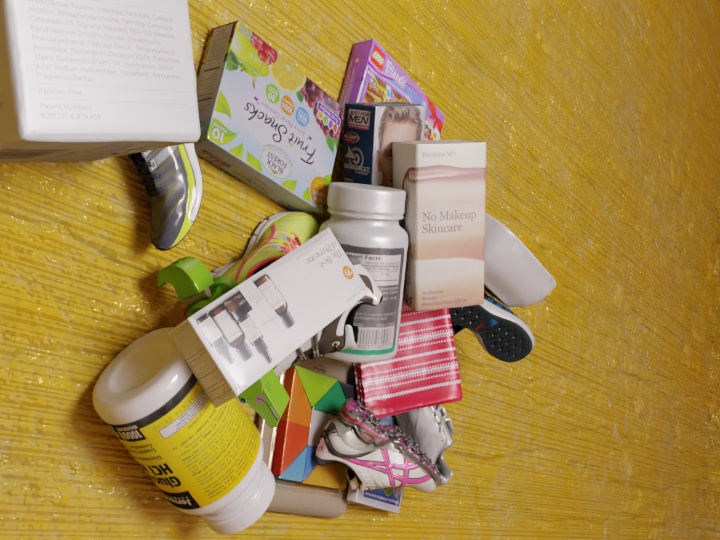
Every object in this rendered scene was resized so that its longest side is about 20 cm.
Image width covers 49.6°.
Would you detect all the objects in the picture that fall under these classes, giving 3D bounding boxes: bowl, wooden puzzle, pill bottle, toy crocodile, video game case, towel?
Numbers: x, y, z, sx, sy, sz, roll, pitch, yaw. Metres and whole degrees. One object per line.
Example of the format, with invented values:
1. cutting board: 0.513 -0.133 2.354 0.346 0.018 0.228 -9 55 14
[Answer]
1. bowl: 0.171 -0.027 1.124 0.075 0.199 0.199 -52 136 0
2. wooden puzzle: -0.058 0.202 0.975 0.184 0.037 0.205 27 68 -49
3. pill bottle: -0.166 0.166 0.775 0.113 0.111 0.202 -54 128 -37
4. toy crocodile: -0.135 0.074 0.795 0.202 0.061 0.068 60 22 -20
5. video game case: 0.036 0.226 1.089 0.143 0.018 0.204 39 57 -56
6. towel: 0.056 0.086 1.038 0.141 0.022 0.205 -7 82 -10
7. pill bottle: 0.000 0.000 0.948 0.112 0.111 0.205 -6 104 -51

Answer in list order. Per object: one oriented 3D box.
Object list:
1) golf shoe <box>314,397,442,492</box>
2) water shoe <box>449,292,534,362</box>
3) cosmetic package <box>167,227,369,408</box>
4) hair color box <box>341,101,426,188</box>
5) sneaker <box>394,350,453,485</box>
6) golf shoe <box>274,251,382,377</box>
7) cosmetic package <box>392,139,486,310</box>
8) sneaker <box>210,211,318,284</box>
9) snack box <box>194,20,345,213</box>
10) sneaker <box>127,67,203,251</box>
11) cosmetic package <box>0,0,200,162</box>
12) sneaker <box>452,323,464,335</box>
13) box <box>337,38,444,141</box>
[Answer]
1. golf shoe: 0.023 0.241 0.993 0.199 0.073 0.093 38 93 -32
2. water shoe: 0.182 0.058 1.133 0.199 0.071 0.080 37 28 -29
3. cosmetic package: -0.081 0.039 0.752 0.199 0.050 0.083 -37 96 -43
4. hair color box: 0.029 -0.118 1.033 0.099 0.060 0.205 -12 111 -43
5. sneaker: 0.089 0.203 1.078 0.074 0.085 0.205 -24 111 -57
6. golf shoe: -0.055 0.075 0.873 0.201 0.094 0.078 -53 177 14
7. cosmetic package: 0.098 -0.060 0.982 0.101 0.087 0.205 -6 102 -17
8. sneaker: -0.095 -0.002 0.890 0.200 0.089 0.079 -50 125 -42
9. snack box: -0.106 -0.170 0.908 0.199 0.052 0.145 29 68 -48
10. sneaker: -0.209 -0.121 0.773 0.080 0.073 0.205 -1 84 -42
11. cosmetic package: -0.250 -0.197 0.632 0.165 0.165 0.205 -11 99 -50
12. sneaker: 0.101 0.071 1.146 0.198 0.081 0.077 -17 103 -51
13. box: 0.045 -0.211 1.113 0.199 0.039 0.140 35 64 -46
